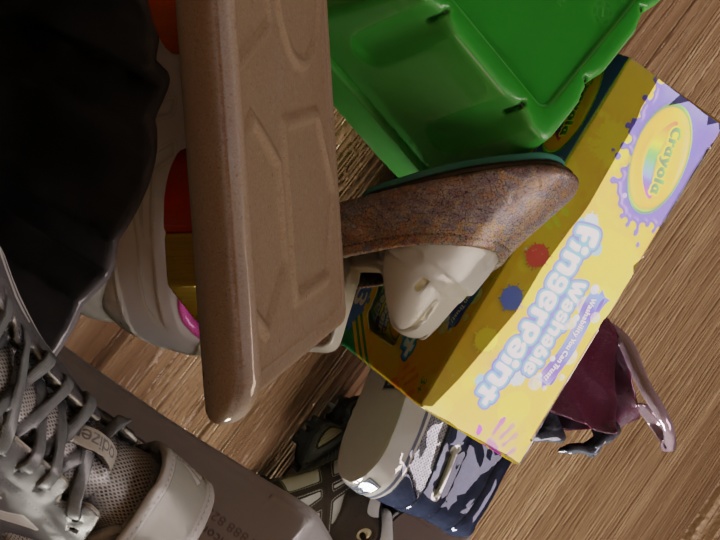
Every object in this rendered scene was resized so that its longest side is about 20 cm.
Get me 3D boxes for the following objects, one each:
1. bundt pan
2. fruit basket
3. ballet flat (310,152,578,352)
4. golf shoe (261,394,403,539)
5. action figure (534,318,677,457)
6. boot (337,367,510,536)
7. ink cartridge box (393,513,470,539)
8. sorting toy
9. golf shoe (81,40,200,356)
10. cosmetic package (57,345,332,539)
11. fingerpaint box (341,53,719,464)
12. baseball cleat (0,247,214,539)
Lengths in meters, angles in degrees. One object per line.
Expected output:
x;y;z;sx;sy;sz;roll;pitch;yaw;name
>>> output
-0.152;-0.025;0.549;0.202;0.076;0.202;-47;156;-28;bundt pan
0.055;-0.131;0.841;0.215;0.156;0.216;-37;-159;16;fruit basket
0.000;0.000;0.776;0.068;0.199;0.068;40;42;-66;ballet flat
-0.031;0.162;1.068;0.200;0.094;0.078;-45;157;-28;golf shoe
0.133;0.014;1.158;0.134;0.148;0.202;67;25;-76;action figure
0.062;0.055;1.078;0.090;0.073;0.201;31;77;-28;boot
-0.026;0.248;1.211;0.200;0.086;0.147;-26;143;-53;ink cartridge box
-0.038;-0.058;0.610;0.200;0.036;0.187;-49;136;-79;sorting toy
-0.062;-0.051;0.699;0.075;0.091;0.201;-35;148;-44;golf shoe
-0.111;0.153;0.767;0.165;0.164;0.200;-53;160;-14;cosmetic package
0.075;-0.023;0.950;0.073;0.167;0.201;31;92;-26;fingerpaint box
-0.092;0.039;0.517;0.200;0.106;0.070;88;25;-64;baseball cleat
